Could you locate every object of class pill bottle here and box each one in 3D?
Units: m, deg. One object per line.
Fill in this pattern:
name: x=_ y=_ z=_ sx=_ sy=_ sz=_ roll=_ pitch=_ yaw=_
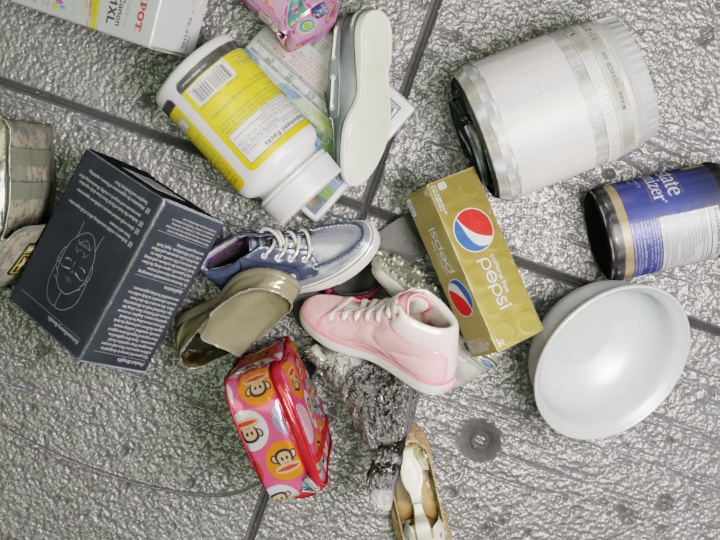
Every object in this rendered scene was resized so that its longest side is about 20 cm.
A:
pill bottle: x=-0.123 y=-0.155 z=1.144 sx=0.114 sy=0.114 sz=0.200 roll=-42 pitch=94 yaw=3
pill bottle: x=0.369 y=-0.061 z=1.171 sx=0.200 sy=0.112 sz=0.112 roll=-13 pitch=94 yaw=1

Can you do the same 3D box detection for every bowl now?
bowl: x=0.271 y=0.089 z=1.178 sx=0.201 sy=0.090 sz=0.201 roll=-9 pitch=117 yaw=-18

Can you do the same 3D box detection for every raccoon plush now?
raccoon plush: x=-0.011 y=0.162 z=1.165 sx=0.134 sy=0.097 sz=0.200 roll=10 pitch=57 yaw=11

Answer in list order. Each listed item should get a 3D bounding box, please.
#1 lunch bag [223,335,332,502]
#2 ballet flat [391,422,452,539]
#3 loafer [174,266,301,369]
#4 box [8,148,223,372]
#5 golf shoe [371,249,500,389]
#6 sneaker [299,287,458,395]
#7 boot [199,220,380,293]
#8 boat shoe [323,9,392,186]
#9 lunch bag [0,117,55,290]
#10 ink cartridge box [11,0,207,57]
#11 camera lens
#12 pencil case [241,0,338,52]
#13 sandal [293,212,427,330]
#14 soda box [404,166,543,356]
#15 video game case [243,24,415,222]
lunch bag: x=-0.085 y=0.176 z=1.149 sx=0.082 sy=0.200 sz=0.176 roll=-20 pitch=97 yaw=3
ballet flat: x=0.066 y=0.283 z=1.224 sx=0.070 sy=0.065 sz=0.200 roll=-15 pitch=94 yaw=3
loafer: x=-0.141 y=0.061 z=1.162 sx=0.076 sy=0.068 sz=0.200 roll=28 pitch=138 yaw=-32
box: x=-0.276 y=-0.010 z=1.151 sx=0.148 sy=0.107 sz=0.200 roll=32 pitch=95 yaw=33
golf shoe: x=0.069 y=0.066 z=1.192 sx=0.097 sy=0.078 sz=0.200 roll=-42 pitch=105 yaw=16
sneaker: x=0.024 y=0.050 z=1.127 sx=0.200 sy=0.075 sz=0.105 roll=26 pitch=130 yaw=24
boot: x=-0.082 y=-0.018 z=1.165 sx=0.200 sy=0.090 sz=0.073 roll=-24 pitch=55 yaw=14
boat shoe: x=-0.008 y=-0.200 z=1.177 sx=0.062 sy=0.073 sz=0.200 roll=16 pitch=106 yaw=41
lunch bag: x=-0.415 y=-0.070 z=1.148 sx=0.117 sy=0.164 sz=0.200 roll=2 pitch=95 yaw=2
ink cartridge box: x=-0.270 y=-0.337 z=1.127 sx=0.200 sy=0.083 sz=0.146 roll=21 pitch=102 yaw=21
camera lens: x=0.209 y=-0.179 z=1.138 sx=0.200 sy=0.160 sz=0.160 roll=-21 pitch=94 yaw=2
pencil case: x=-0.113 y=-0.337 z=1.150 sx=0.087 sy=0.087 sz=0.200 roll=-41 pitch=82 yaw=3
sandal: x=0.000 y=0.000 z=1.211 sx=0.200 sy=0.045 sz=0.075 roll=-36 pitch=95 yaw=3
soda box: x=0.126 y=-0.008 z=1.138 sx=0.068 sy=0.064 sz=0.200 roll=-23 pitch=90 yaw=-24
video game case: x=-0.068 y=-0.190 z=1.209 sx=0.200 sy=0.022 sz=0.182 roll=41 pitch=94 yaw=-4
